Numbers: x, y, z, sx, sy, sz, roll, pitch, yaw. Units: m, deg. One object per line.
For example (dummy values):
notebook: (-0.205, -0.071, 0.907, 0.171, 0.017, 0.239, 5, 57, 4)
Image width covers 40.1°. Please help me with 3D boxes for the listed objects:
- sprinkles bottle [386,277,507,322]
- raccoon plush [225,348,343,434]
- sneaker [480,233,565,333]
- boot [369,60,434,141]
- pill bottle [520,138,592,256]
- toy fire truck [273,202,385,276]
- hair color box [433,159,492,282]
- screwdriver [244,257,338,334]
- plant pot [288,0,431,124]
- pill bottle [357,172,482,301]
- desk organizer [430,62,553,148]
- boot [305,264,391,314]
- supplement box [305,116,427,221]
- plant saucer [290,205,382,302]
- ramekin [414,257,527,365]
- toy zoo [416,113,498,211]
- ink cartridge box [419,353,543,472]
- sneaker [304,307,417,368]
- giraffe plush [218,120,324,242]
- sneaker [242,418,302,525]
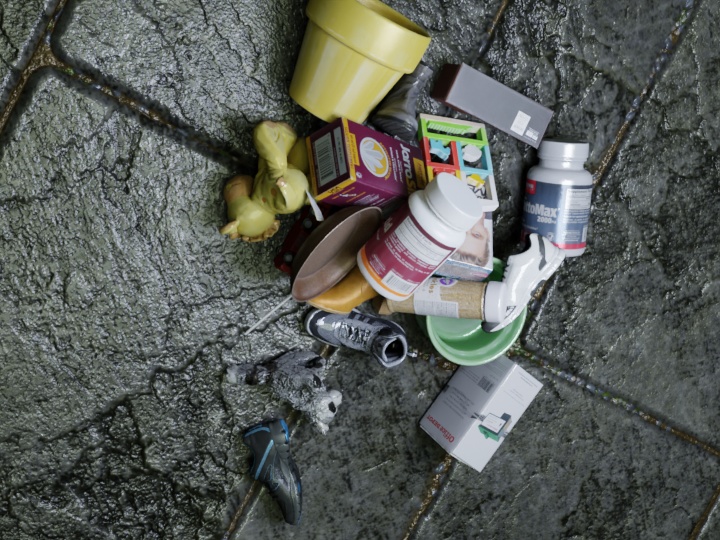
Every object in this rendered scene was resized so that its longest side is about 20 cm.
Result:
sprinkles bottle: (0.145, 0.046, 1.663, 0.198, 0.068, 0.069, 4, 105, 18)
raccoon plush: (-0.131, 0.217, 1.737, 0.198, 0.097, 0.135, 3, 119, 9)
sneaker: (0.268, 0.021, 1.724, 0.080, 0.074, 0.200, 40, 83, -7)
boot: (0.076, -0.285, 1.610, 0.069, 0.200, 0.132, 31, 94, -16)
pill bottle: (0.357, -0.134, 1.789, 0.118, 0.120, 0.202, -1, 103, -20)
toy fire truck: (-0.046, -0.064, 1.697, 0.140, 0.049, 0.201, 28, 94, -26)
hair color box: (0.173, -0.085, 1.702, 0.099, 0.061, 0.202, 13, 60, -17)
screwdriver: (-0.118, 0.041, 1.656, 0.199, 0.028, 0.029, -37, 146, -12)
plant pot: (-0.016, -0.337, 1.572, 0.199, 0.201, 0.190, 22, 110, -23)
pill bottle: (0.095, -0.055, 1.575, 0.114, 0.115, 0.200, 30, 122, -24)
desk organizer: (0.229, -0.290, 1.726, 0.199, 0.077, 0.072, 23, 95, -23)
boot: (0.001, 0.000, 1.709, 0.200, 0.071, 0.145, 5, 113, -33)
supplement box: (0.015, -0.158, 1.597, 0.199, 0.085, 0.111, 13, 61, -46)
plant saucer: (-0.047, -0.035, 1.580, 0.200, 0.200, 0.037, -46, 72, -5)
ramekin: (0.192, 0.062, 1.788, 0.198, 0.098, 0.202, -5, 104, -19)
toy zoo: (0.167, -0.173, 1.697, 0.130, 0.020, 0.202, 6, 61, -21)
ink cartridge box: (0.219, 0.248, 1.818, 0.084, 0.146, 0.201, 36, 90, -26)
sneaker: (0.006, 0.114, 1.724, 0.198, 0.114, 0.076, 15, 97, -23)
giraffe plush: (-0.151, -0.121, 1.597, 0.162, 0.201, 0.172, -33, 142, 24)
sneaker: (-0.153, 0.363, 1.761, 0.081, 0.073, 0.202, -12, 102, 0)
